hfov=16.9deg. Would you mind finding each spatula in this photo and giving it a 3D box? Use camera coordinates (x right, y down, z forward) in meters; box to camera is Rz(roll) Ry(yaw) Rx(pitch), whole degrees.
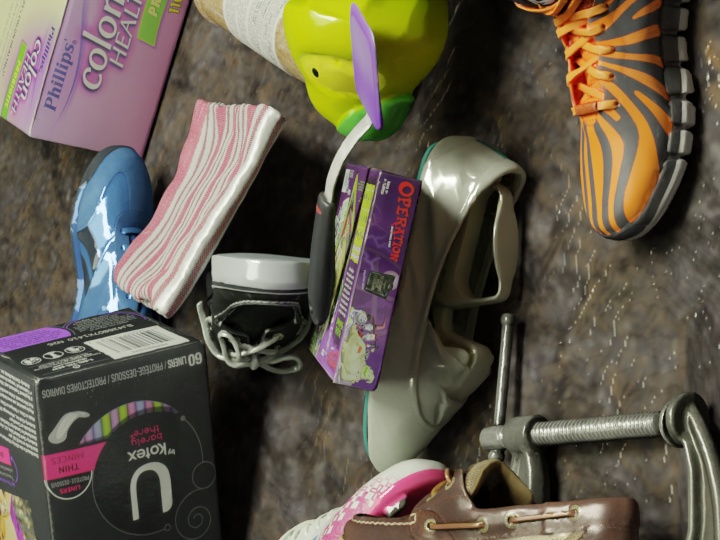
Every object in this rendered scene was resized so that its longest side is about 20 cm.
[{"bbox_3d":[-0.010,-0.055,1.356,0.057,0.021,0.200,-115,32,-54],"label":"spatula"}]

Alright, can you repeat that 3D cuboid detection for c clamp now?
[{"bbox_3d":[0.123,0.106,1.268,0.200,0.027,0.171,-1,81,55],"label":"c clamp"}]

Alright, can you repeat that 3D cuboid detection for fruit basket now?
[{"bbox_3d":[0.000,-0.178,1.370,0.215,0.155,0.216,-1,84,15],"label":"fruit basket"}]

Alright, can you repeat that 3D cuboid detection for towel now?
[{"bbox_3d":[-0.110,-0.044,1.565,0.147,0.030,0.200,-62,13,-2],"label":"towel"}]

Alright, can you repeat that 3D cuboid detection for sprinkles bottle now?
[{"bbox_3d":[-0.038,-0.158,1.542,0.200,0.068,0.068,38,112,53],"label":"sprinkles bottle"}]

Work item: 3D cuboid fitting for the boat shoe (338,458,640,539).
[{"bbox_3d":[0.068,0.135,1.271,0.200,0.072,0.072,1,82,50],"label":"boat shoe"}]

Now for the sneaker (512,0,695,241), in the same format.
[{"bbox_3d":[0.114,-0.119,1.269,0.078,0.112,0.200,-11,72,54],"label":"sneaker"}]

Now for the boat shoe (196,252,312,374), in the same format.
[{"bbox_3d":[-0.066,0.028,1.489,0.199,0.073,0.068,160,114,-74],"label":"boat shoe"}]

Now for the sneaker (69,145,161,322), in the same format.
[{"bbox_3d":[-0.162,0.013,1.690,0.078,0.066,0.200,3,84,44],"label":"sneaker"}]

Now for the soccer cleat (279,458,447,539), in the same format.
[{"bbox_3d":[-0.017,0.167,1.418,0.200,0.070,0.086,-58,42,30],"label":"soccer cleat"}]

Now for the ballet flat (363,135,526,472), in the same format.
[{"bbox_3d":[0.051,0.024,1.375,0.069,0.069,0.200,14,92,56],"label":"ballet flat"}]

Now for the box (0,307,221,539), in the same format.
[{"bbox_3d":[-0.166,0.140,1.548,0.106,0.122,0.200,21,119,56],"label":"box"}]

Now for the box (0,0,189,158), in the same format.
[{"bbox_3d":[-0.218,-0.198,1.794,0.200,0.097,0.176,32,107,55],"label":"box"}]

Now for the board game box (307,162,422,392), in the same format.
[{"bbox_3d":[0.000,0.000,1.403,0.200,0.032,0.120,-143,69,-83],"label":"board game box"}]
